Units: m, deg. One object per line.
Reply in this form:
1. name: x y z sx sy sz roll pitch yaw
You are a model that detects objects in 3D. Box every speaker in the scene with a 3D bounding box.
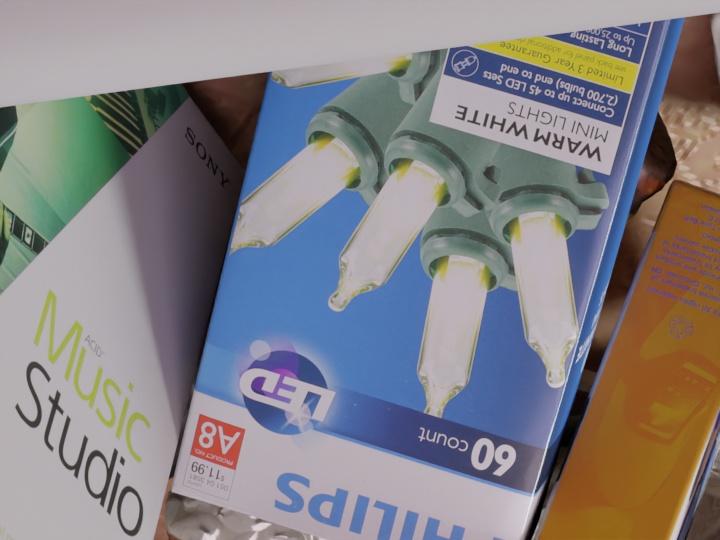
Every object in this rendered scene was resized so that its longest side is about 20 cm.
1. speaker: -0.010 -0.091 0.717 0.199 0.081 0.081 -7 135 16

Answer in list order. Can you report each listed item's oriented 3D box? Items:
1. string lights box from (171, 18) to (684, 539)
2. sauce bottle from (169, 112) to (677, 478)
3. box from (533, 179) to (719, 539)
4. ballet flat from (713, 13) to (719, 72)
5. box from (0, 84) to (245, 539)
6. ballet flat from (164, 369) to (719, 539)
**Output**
1. string lights box: 0.022 -0.023 0.806 0.102 0.059 0.201 16 110 7
2. sauce bottle: 0.000 0.000 0.885 0.200 0.066 0.066 -33 130 22
3. box: 0.072 0.087 0.857 0.041 0.200 0.119 18 159 9
4. ballet flat: 0.131 -0.080 0.821 0.072 0.072 0.200 -8 134 -3
5. box: -0.095 0.006 0.778 0.036 0.200 0.144 -11 137 26
6. ballet flat: 0.033 0.059 0.952 0.199 0.072 0.072 2 132 -17
